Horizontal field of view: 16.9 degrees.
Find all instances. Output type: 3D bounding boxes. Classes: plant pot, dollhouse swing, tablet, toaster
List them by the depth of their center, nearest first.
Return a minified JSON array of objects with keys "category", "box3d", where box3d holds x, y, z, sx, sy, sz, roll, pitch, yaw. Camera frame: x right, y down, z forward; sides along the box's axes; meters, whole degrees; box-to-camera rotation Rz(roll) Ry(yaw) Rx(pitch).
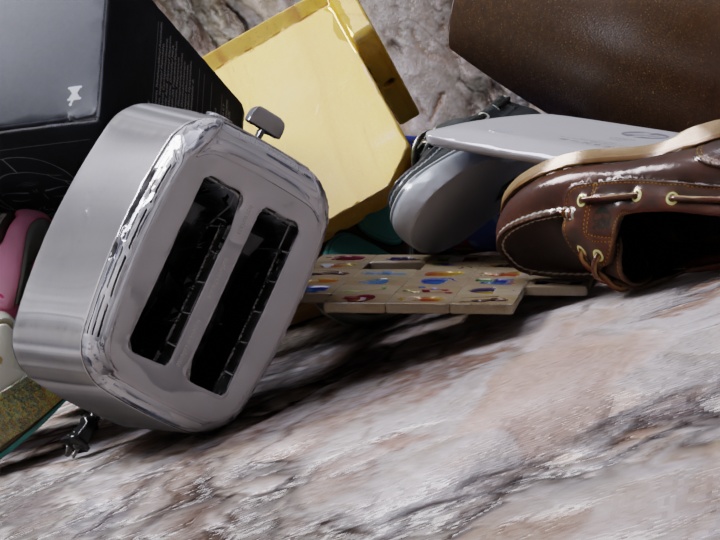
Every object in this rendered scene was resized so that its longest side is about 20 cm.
[{"category":"toaster","box3d":[-0.101,0.007,1.262,0.201,0.113,0.129,-64,23,-10]},{"category":"tablet","box3d":[0.151,-0.069,1.383,0.199,0.014,0.130,13,15,36]},{"category":"dollhouse swing","box3d":[-0.048,-0.057,1.578,0.199,0.176,0.182,-30,-25,2]},{"category":"plant pot","box3d":[0.165,-0.167,1.620,0.199,0.188,0.187,15,11,9]}]

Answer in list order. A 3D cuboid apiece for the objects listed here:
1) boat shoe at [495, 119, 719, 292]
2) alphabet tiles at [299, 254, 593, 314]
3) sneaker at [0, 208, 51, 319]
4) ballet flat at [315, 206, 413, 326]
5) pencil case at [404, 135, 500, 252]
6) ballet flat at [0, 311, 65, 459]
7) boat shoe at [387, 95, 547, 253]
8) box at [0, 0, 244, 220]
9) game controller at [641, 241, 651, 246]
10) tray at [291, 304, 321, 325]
[{"category":"boat shoe","box3d":[0.144,-0.025,1.254,0.200,0.070,0.071,-18,47,45]},{"category":"alphabet tiles","box3d":[0.044,0.007,1.338,0.166,0.008,0.200,1,8,9]},{"category":"sneaker","box3d":[-0.244,0.028,1.432,0.095,0.200,0.079,19,42,-2]},{"category":"ballet flat","box3d":[0.000,0.000,1.527,0.064,0.067,0.200,-60,4,27]},{"category":"pencil case","box3d":[0.075,-0.057,1.642,0.199,0.087,0.078,-2,-25,44]},{"category":"ballet flat","box3d":[-0.170,0.036,1.352,0.200,0.071,0.071,-36,6,-3]},{"category":"boat shoe","box3d":[0.061,-0.062,1.474,0.200,0.057,0.069,-26,-33,-58]},{"category":"box","box3d":[-0.174,-0.084,1.426,0.148,0.108,0.200,-6,-23,18]},{"category":"game controller","box3d":[0.170,-0.030,1.405,0.104,0.042,0.200,-3,4,-18]},{"category":"tray","box3d":[-0.087,0.028,1.669,0.199,0.037,0.099,-18,5,-13]}]
